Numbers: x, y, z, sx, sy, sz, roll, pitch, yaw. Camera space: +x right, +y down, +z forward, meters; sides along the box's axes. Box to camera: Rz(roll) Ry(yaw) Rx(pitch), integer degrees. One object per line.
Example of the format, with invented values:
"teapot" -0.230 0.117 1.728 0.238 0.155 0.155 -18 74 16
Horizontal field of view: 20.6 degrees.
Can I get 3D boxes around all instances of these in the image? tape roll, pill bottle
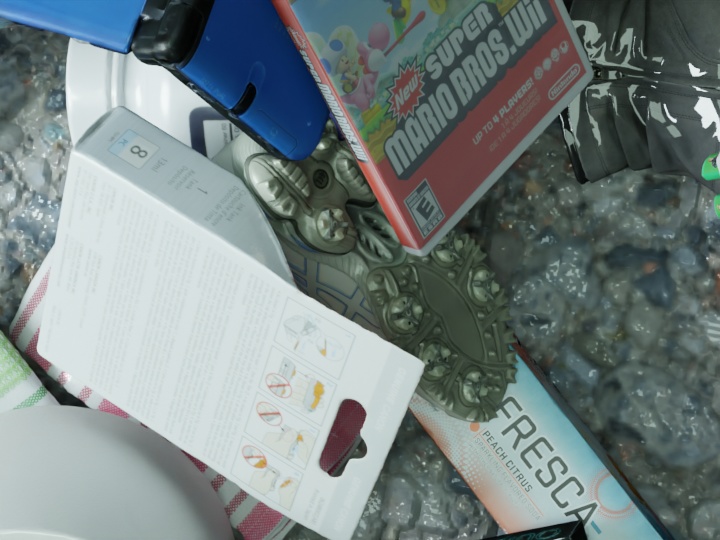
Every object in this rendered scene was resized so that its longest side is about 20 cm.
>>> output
"tape roll" -0.165 0.191 1.046 0.200 0.139 0.205 -1 112 -1
"pill bottle" -0.051 -0.096 1.057 0.198 0.111 0.112 0 94 6

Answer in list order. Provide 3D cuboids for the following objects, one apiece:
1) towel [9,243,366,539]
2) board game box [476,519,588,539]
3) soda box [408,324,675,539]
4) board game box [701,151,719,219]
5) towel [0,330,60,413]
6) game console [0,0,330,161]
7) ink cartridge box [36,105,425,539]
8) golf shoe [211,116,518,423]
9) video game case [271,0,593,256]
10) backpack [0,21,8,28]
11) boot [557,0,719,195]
"towel" -0.093 0.050 1.075 0.199 0.030 0.147 38 129 3
"board game box" 0.045 0.218 1.071 0.198 0.028 0.136 -15 99 25
"soda box" 0.093 0.102 1.077 0.068 0.064 0.201 -38 90 7
"board game box" 0.272 0.017 1.017 0.198 0.026 0.202 -14 92 -30
"towel" -0.237 0.105 1.100 0.149 0.031 0.201 -35 108 8
"game console" -0.081 -0.176 0.932 0.118 0.170 0.202 6 70 37
"ink cartridge box" -0.063 0.031 0.988 0.199 0.047 0.161 31 138 9
"golf shoe" 0.000 0.000 1.019 0.200 0.097 0.078 49 59 -20
"video game case" 0.031 -0.127 0.943 0.143 0.017 0.201 -46 127 -23
"backpack" -0.194 -0.205 1.023 0.162 0.200 0.154 32 113 5
"boot" 0.177 -0.060 1.065 0.130 0.070 0.202 -10 84 12
